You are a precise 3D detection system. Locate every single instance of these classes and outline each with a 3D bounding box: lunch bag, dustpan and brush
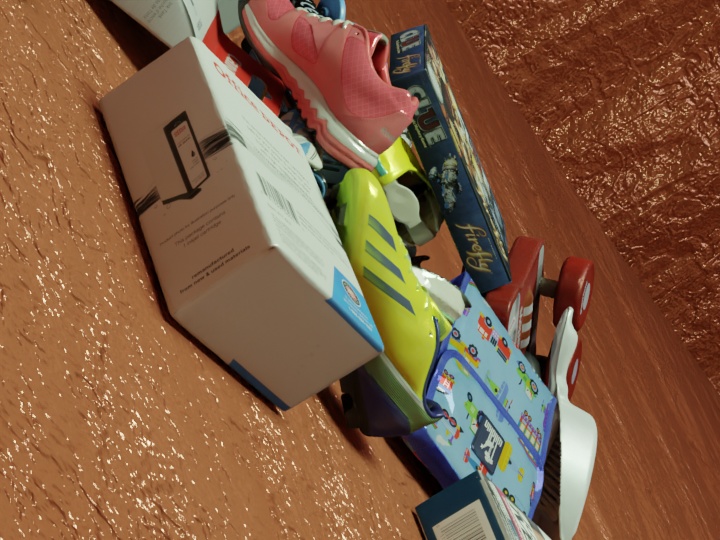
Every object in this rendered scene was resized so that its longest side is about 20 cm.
[{"bbox_3d":[0.079,0.126,1.641,0.151,0.094,0.200,54,24,-26],"label":"lunch bag"},{"bbox_3d":[0.170,0.134,1.770,0.057,0.201,0.140,18,0,-7],"label":"dustpan and brush"}]

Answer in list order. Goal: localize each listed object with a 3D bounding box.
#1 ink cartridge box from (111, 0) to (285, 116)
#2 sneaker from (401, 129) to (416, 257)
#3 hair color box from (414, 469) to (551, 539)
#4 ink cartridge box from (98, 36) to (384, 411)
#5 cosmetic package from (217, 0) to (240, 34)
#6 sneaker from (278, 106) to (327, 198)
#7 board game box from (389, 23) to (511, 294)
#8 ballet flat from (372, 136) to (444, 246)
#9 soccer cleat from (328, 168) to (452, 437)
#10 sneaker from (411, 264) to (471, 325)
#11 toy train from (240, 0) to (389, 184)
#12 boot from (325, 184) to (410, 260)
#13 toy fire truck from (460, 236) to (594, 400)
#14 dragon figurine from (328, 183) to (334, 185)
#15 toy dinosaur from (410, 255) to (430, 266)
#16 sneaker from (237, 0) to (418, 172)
[{"bbox_3d":[-0.126,-0.202,1.569,0.200,0.050,0.161,37,15,-9],"label":"ink cartridge box"},{"bbox_3d":[0.015,-0.097,1.913,0.200,0.088,0.076,64,11,24],"label":"sneaker"},{"bbox_3d":[0.123,0.239,1.537,0.200,0.060,0.100,46,16,-47],"label":"hair color box"},{"bbox_3d":[-0.078,-0.031,1.342,0.146,0.084,0.200,44,17,-47],"label":"ink cartridge box"},{"bbox_3d":[-0.137,-0.275,1.780,0.102,0.071,0.200,53,12,-21],"label":"cosmetic package"},{"bbox_3d":[-0.054,-0.074,1.564,0.072,0.072,0.200,29,18,3],"label":"sneaker"},{"bbox_3d":[0.076,-0.096,1.750,0.136,0.035,0.200,-88,156,-67],"label":"board game box"},{"bbox_3d":[0.036,-0.057,1.735,0.067,0.067,0.200,59,4,27],"label":"ballet flat"},{"bbox_3d":[0.020,0.021,1.445,0.065,0.083,0.201,-108,-168,-69],"label":"soccer cleat"},{"bbox_3d":[-0.009,0.025,1.512,0.200,0.089,0.077,23,-9,-31],"label":"sneaker"},{"bbox_3d":[-0.048,-0.165,1.754,0.086,0.114,0.200,10,32,-32],"label":"toy train"},{"bbox_3d":[0.000,0.000,1.663,0.090,0.073,0.200,46,6,-21],"label":"boot"},{"bbox_3d":[0.129,0.074,1.825,0.168,0.112,0.201,-56,155,-54],"label":"toy fire truck"},{"bbox_3d":[-0.012,-0.116,1.813,0.059,0.099,0.200,45,17,-45],"label":"dragon figurine"},{"bbox_3d":[0.047,0.039,1.815,0.200,0.060,0.106,-128,-167,-72],"label":"toy dinosaur"},{"bbox_3d":[-0.020,-0.164,1.598,0.200,0.087,0.074,56,13,29],"label":"sneaker"}]
